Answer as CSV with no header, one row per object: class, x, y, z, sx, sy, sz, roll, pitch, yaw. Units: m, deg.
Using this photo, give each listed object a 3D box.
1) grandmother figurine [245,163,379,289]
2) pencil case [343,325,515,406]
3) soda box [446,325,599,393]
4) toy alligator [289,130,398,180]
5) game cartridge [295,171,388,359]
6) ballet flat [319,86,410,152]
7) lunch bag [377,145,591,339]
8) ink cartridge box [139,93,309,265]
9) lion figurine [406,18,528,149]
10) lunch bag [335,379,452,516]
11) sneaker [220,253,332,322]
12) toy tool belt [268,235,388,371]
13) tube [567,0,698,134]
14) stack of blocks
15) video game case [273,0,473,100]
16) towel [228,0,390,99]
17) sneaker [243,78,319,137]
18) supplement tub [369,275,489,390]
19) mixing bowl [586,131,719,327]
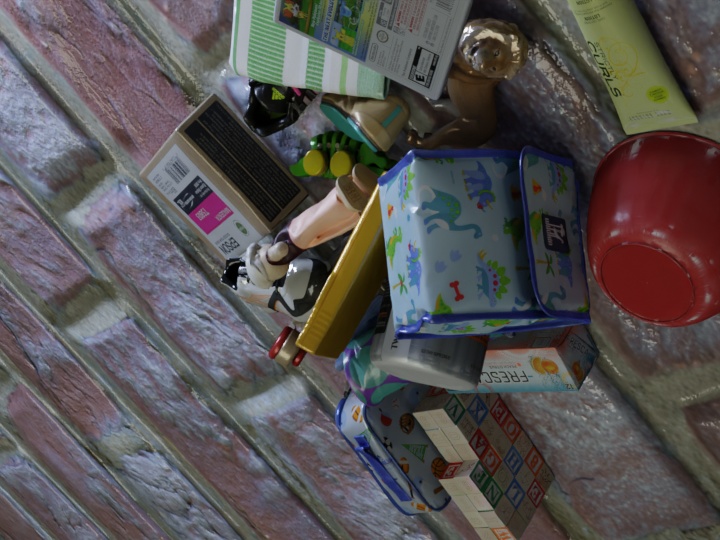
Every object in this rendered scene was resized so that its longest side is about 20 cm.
grandmother figurine,-0.063,-0.039,1.407,0.199,0.121,0.061,-37,83,40
pencil case,0.076,0.079,1.469,0.198,0.086,0.092,-30,149,19
soda box,0.175,0.098,1.490,0.198,0.064,0.069,-6,125,45
toy alligator,0.002,-0.128,1.425,0.198,0.059,0.055,6,92,37
game cartridge,0.000,0.000,1.378,0.032,0.202,0.176,29,179,10
ballet flat,0.009,-0.167,1.342,0.069,0.063,0.200,45,180,-22
lunch bag,0.130,-0.026,1.247,0.127,0.197,0.173,151,116,-66
ink cartridge box,-0.169,-0.105,1.544,0.165,0.075,0.200,47,156,-7
lion figurine,0.108,-0.180,1.274,0.121,0.073,0.201,17,152,16
lunch bag,0.057,0.204,1.621,0.075,0.161,0.201,-16,118,48
sneaker,-0.103,0.015,1.520,0.079,0.075,0.199,25,164,-28
toy tool belt,-0.016,0.064,1.558,0.122,0.125,0.201,34,115,-3
tube,0.233,-0.206,1.144,0.201,0.052,0.058,57,-179,-28
stack of blocks,0.151,0.231,1.605,0.058,0.115,0.201,-14,117,47
video game case,0.012,-0.256,1.149,0.180,0.022,0.201,26,151,5
towel,-0.049,-0.261,1.293,0.198,0.023,0.155,12,100,32
sneaker,-0.070,-0.209,1.370,0.074,0.088,0.200,41,141,-2
supplement tub,0.087,0.017,1.353,0.121,0.203,0.123,13,170,2
mixing bowl,0.295,-0.020,1.229,0.198,0.109,0.202,24,141,20
